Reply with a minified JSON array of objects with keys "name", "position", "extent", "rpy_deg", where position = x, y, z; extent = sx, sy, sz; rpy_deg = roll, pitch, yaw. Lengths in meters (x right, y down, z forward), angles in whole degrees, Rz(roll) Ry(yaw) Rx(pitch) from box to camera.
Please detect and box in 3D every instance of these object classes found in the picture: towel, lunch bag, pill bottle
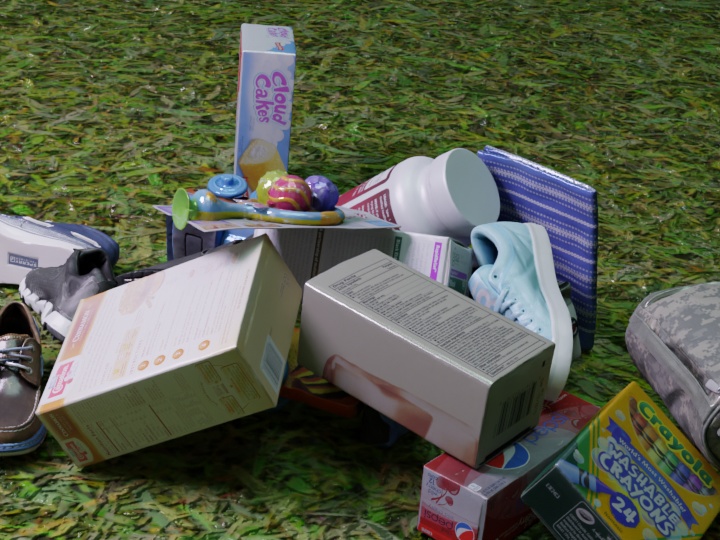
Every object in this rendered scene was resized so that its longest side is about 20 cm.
[{"name":"towel","position":[0.178,-0.019,1.549],"extent":[0.144,0.202,0.024],"rpy_deg":[25,46,34]},{"name":"lunch bag","position":[0.336,0.102,1.339],"extent":[0.166,0.141,0.200],"rpy_deg":[15,21,-22]},{"name":"pill bottle","position":[0.041,-0.046,1.554],"extent":[0.199,0.114,0.113],"rpy_deg":[-26,2,39]}]

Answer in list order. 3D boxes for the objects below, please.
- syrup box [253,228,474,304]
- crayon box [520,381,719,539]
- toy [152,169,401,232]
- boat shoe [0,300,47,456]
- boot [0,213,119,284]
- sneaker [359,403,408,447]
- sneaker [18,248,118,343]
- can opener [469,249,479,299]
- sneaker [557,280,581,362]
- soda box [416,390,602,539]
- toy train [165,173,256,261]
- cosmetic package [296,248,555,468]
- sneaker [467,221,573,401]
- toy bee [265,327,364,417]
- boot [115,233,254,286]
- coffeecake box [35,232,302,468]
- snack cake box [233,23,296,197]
[{"name":"syrup box","position":[0.000,0.000,1.437],"extent":[0.197,0.083,0.079],"rpy_deg":[9,-2,21]},{"name":"crayon box","position":[0.226,0.175,1.241],"extent":[0.126,0.052,0.200],"rpy_deg":[48,35,7]},{"name":"toy","position":[-0.074,-0.064,1.365],"extent":[0.198,0.048,0.115],"rpy_deg":[-5,15,-31]},{"name":"boat shoe","position":[-0.318,0.093,1.361],"extent":[0.071,0.073,0.200],"rpy_deg":[-2,25,-13]},{"name":"boot","position":[-0.361,-0.026,1.629],"extent":[0.197,0.074,0.090],"rpy_deg":[18,19,9]},{"name":"sneaker","position":[0.062,0.104,1.405],"extent":[0.089,0.079,0.200],"rpy_deg":[17,27,17]},{"name":"sneaker","position":[-0.276,0.017,1.479],"extent":[0.066,0.091,0.200],"rpy_deg":[36,-3,-24]},{"name":"can opener","position":[0.087,0.016,1.488],"extent":[0.197,0.079,0.064],"rpy_deg":[-16,52,-3]},{"name":"sneaker","position":[0.149,0.062,1.530],"extent":[0.073,0.090,0.199],"rpy_deg":[-24,11,-25]},{"name":"soda box","position":[0.133,0.169,1.293],"extent":[0.069,0.064,0.199],"rpy_deg":[23,30,34]},{"name":"toy train","position":[-0.116,-0.038,1.677],"extent":[0.198,0.088,0.114],"rpy_deg":[16,36,17]},{"name":"cosmetic package","position":[0.052,0.071,1.287],"extent":[0.199,0.088,0.103],"rpy_deg":[29,36,31]},{"name":"sneaker","position":[0.137,0.035,1.377],"extent":[0.081,0.075,0.201],"rpy_deg":[5,42,-12]},{"name":"toy bee","position":[-0.088,0.067,1.394],"extent":[0.197,0.110,0.131],"rpy_deg":[14,-22,-13]},{"name":"boot","position":[-0.171,0.012,1.564],"extent":[0.197,0.071,0.132],"rpy_deg":[-11,11,4]},{"name":"coffeecake box","position":[-0.161,0.068,1.305],"extent":[0.198,0.073,0.154],"rpy_deg":[-18,33,21]},{"name":"snack cake box","position":[-0.118,-0.184,1.842],"extent":[0.066,0.203,0.115],"rpy_deg":[3,25,-5]}]
